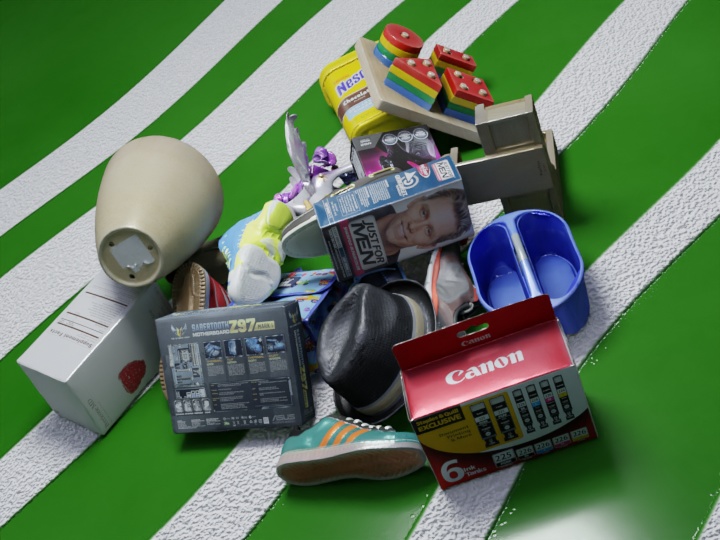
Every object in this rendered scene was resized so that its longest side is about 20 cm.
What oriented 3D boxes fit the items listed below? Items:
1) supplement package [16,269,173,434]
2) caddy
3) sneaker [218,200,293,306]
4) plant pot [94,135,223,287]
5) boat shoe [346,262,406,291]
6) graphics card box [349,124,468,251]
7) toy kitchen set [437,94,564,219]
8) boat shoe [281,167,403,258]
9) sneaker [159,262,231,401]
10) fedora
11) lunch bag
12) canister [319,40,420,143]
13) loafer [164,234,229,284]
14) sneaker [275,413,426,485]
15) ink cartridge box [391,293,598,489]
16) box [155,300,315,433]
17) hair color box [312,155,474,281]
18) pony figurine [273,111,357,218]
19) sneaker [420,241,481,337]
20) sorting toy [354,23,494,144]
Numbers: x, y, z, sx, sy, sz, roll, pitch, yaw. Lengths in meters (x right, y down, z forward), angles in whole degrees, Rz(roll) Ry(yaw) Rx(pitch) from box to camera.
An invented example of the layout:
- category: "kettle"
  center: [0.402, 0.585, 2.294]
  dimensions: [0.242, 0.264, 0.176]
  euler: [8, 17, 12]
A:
- category: "supplement package"
  center: [-0.370, 0.113, 1.721]
  dimensions: [0.119, 0.122, 0.201]
  euler: [14, 54, 37]
- category: "caddy"
  center: [0.217, 0.003, 1.540]
  dimensions: [0.140, 0.106, 0.201]
  euler: [-21, 40, 7]
- category: "sneaker"
  center: [-0.162, -0.012, 1.691]
  dimensions: [0.104, 0.076, 0.201]
  euler: [-21, 30, 34]
- category: "plant pot"
  center: [-0.304, -0.066, 1.691]
  dimensions: [0.185, 0.189, 0.201]
  euler: [-15, 25, 13]
- category: "boat shoe"
  center: [0.000, 0.000, 1.675]
  dimensions: [0.068, 0.085, 0.200]
  euler: [-10, 34, -27]
- category: "graphics card box"
  center: [0.069, -0.117, 1.729]
  dimensions: [0.124, 0.051, 0.202]
  euler: [-11, 54, -12]
- category: "toy kitchen set"
  center: [0.185, -0.176, 1.679]
  dimensions: [0.161, 0.201, 0.182]
  euler: [-12, 41, 15]
- category: "boat shoe"
  center: [-0.021, -0.081, 1.648]
  dimensions: [0.199, 0.072, 0.061]
  euler: [-23, 49, -2]
- category: "sneaker"
  center: [-0.233, 0.100, 1.715]
  dimensions: [0.070, 0.112, 0.203]
  euler: [2, 77, 16]
- category: "fedora"
  center: [0.007, 0.092, 1.513]
  dimensions: [0.199, 0.091, 0.203]
  euler: [-29, 47, 35]
- category: "lunch bag"
  center: [-0.104, 0.060, 1.683]
  dimensions: [0.148, 0.095, 0.201]
  euler: [-8, 29, 19]
- category: "canister"
  center: [0.025, -0.284, 1.975]
  dimensions: [0.147, 0.087, 0.201]
  euler: [-25, 41, 0]
- category: "loafer"
  center: [-0.221, -0.007, 1.817]
  dimensions: [0.198, 0.076, 0.069]
  euler: [-7, 43, 35]
- category: "sneaker"
  center: [-0.010, 0.210, 1.463]
  dimensions: [0.197, 0.072, 0.081]
  euler: [-9, 46, 22]
- category: "ink cartridge box"
  center: [0.153, 0.141, 1.370]
  dimensions: [0.197, 0.177, 0.084]
  euler: [-20, 39, 7]
- category: "box"
  center: [-0.166, 0.129, 1.573]
  dimensions: [0.197, 0.160, 0.051]
  euler: [-7, 6, 21]
- category: "hair color box"
  center: [0.045, -0.069, 1.592]
  dimensions: [0.197, 0.101, 0.061]
  euler: [-20, 40, 0]
- category: "pony figurine"
  center: [-0.062, -0.127, 1.819]
  dimensions: [0.197, 0.168, 0.195]
  euler: [-3, 50, 2]
- category: "sneaker"
  center: [0.125, 0.032, 1.607]
  dimensions: [0.081, 0.078, 0.202]
  euler: [13, 48, 2]
- category: "sorting toy"
  center: [0.106, -0.306, 1.874]
  dimensions: [0.196, 0.070, 0.201]
  euler: [15, 34, -23]
